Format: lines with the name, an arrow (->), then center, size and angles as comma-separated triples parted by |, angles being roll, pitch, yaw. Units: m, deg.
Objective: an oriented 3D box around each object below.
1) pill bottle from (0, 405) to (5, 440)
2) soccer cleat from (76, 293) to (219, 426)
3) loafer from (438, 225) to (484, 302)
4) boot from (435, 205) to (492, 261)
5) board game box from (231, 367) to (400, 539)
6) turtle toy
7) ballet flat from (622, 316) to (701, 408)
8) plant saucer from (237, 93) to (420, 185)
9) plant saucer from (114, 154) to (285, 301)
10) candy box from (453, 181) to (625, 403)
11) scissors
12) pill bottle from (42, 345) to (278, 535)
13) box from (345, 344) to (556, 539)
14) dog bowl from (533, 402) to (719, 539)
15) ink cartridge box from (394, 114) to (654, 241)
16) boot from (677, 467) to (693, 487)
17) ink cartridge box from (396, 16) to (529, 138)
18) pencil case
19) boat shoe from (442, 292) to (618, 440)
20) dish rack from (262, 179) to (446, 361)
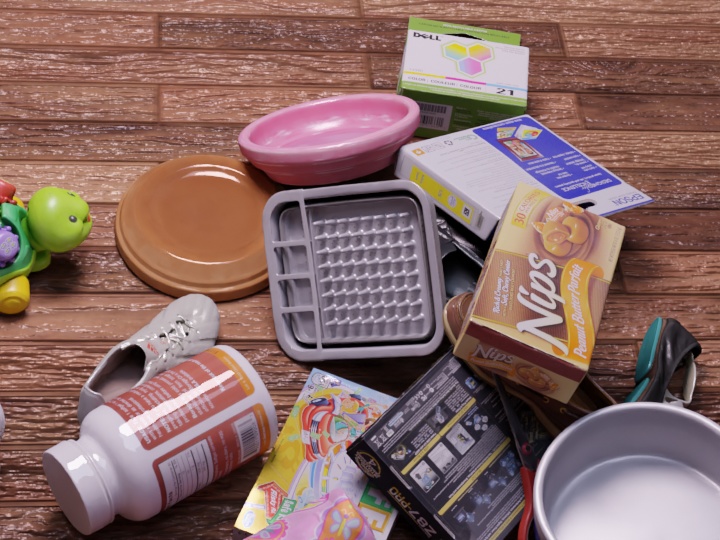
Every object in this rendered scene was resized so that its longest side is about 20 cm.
pill bottle -> -0.396, 0.115, 1.490 | 0.110, 0.111, 0.200 | -17, 53, -21
soccer cleat -> -0.200, 0.083, 1.566 | 0.069, 0.078, 0.200 | 29, 51, 16
loafer -> 0.076, -0.009, 1.606 | 0.200, 0.070, 0.068 | 34, 85, 9
boot -> 0.092, -0.004, 1.679 | 0.157, 0.080, 0.211 | -19, 44, -31
board game box -> -0.021, 0.196, 1.524 | 0.134, 0.034, 0.200 | 19, 50, 8
turtle toy -> -0.371, -0.038, 1.630 | 0.199, 0.101, 0.146 | -4, 50, -12
ballet flat -> 0.296, 0.125, 1.612 | 0.068, 0.068, 0.200 | 32, 52, 2
plant saucer -> -0.031, -0.140, 1.755 | 0.199, 0.051, 0.201 | -8, 21, 3
plant saucer -> -0.162, -0.055, 1.718 | 0.199, 0.038, 0.201 | 4, 50, -5
candy box -> 0.169, 0.017, 1.503 | 0.115, 0.055, 0.200 | 23, 47, 1
scissors -> 0.161, 0.176, 1.502 | 0.073, 0.014, 0.201 | -8, 85, -36
pill bottle -> -0.184, 0.158, 1.482 | 0.199, 0.112, 0.112 | -27, 58, -27
box -> 0.106, 0.162, 1.525 | 0.161, 0.049, 0.200 | 46, 55, 2
dog bowl -> 0.253, 0.219, 1.429 | 0.199, 0.079, 0.201 | -3, 48, 4
ink cartridge box -> 0.173, -0.088, 1.710 | 0.197, 0.047, 0.200 | -16, 44, -39
boot -> 0.249, 0.261, 1.500 | 0.096, 0.075, 0.200 | 5, 50, 25
ink cartridge box -> 0.121, -0.246, 1.895 | 0.147, 0.076, 0.201 | 8, 50, -1
pencil case -> -0.078, 0.270, 1.397 | 0.199, 0.088, 0.088 | -31, 59, -13
boat shoe -> 0.166, 0.087, 1.522 | 0.200, 0.068, 0.072 | 42, 54, -4
dish rack -> 0.000, 0.000, 1.592 | 0.199, 0.173, 0.043 | -4, 4, 34
